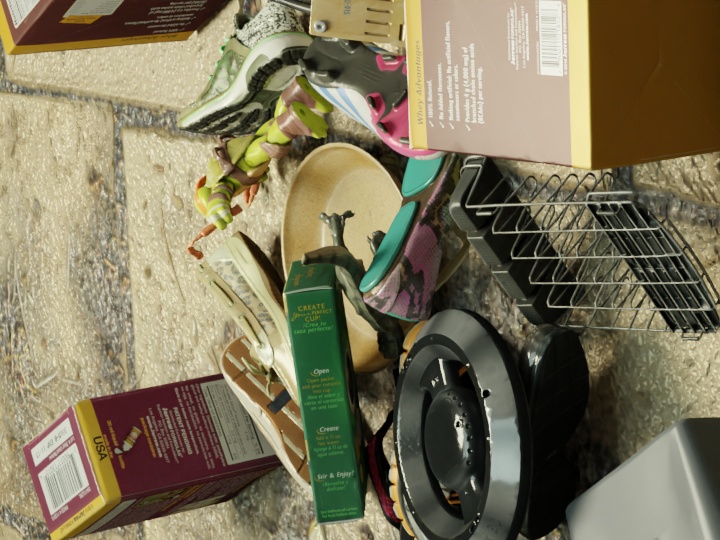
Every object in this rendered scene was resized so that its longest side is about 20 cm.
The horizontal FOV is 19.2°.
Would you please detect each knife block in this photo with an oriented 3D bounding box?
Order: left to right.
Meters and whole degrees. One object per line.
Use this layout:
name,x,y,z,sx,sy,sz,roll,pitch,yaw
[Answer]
knife block,0.020,-0.237,1.746,0.200,0.176,0.064,8,111,6

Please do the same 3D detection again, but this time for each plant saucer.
plant saucer,0.002,-0.012,1.831,0.200,0.035,0.201,18,113,51

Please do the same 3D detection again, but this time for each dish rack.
dish rack,0.167,-0.015,1.535,0.200,0.055,0.153,1,139,47

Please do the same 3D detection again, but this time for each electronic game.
electronic game,0.078,0.129,1.629,0.200,0.042,0.200,178,90,-65

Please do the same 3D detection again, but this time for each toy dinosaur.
toy dinosaur,0.000,0.000,1.715,0.047,0.200,0.088,-14,58,18

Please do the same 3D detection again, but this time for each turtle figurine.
turtle figurine,-0.095,-0.100,1.872,0.064,0.200,0.161,45,113,-5

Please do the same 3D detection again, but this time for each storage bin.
storage bin,0.223,0.195,1.503,0.200,0.145,0.134,-48,50,47

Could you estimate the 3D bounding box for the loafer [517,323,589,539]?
loafer,0.125,0.117,1.634,0.072,0.073,0.200,35,136,34

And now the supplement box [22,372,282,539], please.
supplement box,-0.193,0.172,2.003,0.131,0.200,0.103,-38,67,51

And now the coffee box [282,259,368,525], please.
coffee box,-0.028,0.096,1.775,0.123,0.044,0.200,-83,-15,-76

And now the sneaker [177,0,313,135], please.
sneaker,-0.101,-0.184,1.918,0.200,0.077,0.089,-33,58,47

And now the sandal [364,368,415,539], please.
sandal,0.026,0.182,1.811,0.075,0.045,0.200,-79,-11,-74

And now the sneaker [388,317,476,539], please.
sneaker,0.075,0.142,1.737,0.077,0.078,0.200,9,106,45

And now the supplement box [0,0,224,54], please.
supplement box,-0.211,-0.302,1.905,0.200,0.197,0.133,-36,69,51

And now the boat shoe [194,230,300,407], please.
boat shoe,-0.083,0.056,1.910,0.063,0.073,0.200,-35,55,8

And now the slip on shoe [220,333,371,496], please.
slip on shoe,-0.054,0.140,1.930,0.200,0.076,0.061,44,171,29

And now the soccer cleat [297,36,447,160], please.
soccer cleat,0.032,-0.135,1.696,0.070,0.086,0.200,-54,44,3

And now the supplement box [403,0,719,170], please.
supplement box,0.142,-0.181,1.515,0.200,0.133,0.198,12,108,52

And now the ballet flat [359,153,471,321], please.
ballet flat,0.062,-0.048,1.692,0.069,0.071,0.200,-23,42,59
